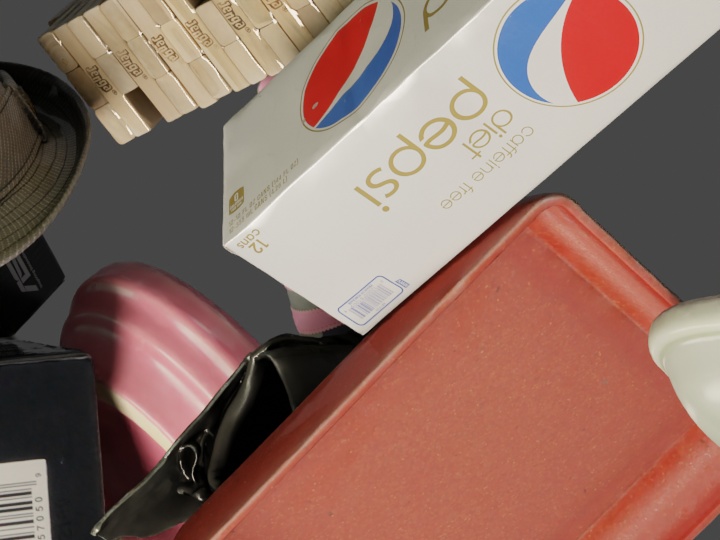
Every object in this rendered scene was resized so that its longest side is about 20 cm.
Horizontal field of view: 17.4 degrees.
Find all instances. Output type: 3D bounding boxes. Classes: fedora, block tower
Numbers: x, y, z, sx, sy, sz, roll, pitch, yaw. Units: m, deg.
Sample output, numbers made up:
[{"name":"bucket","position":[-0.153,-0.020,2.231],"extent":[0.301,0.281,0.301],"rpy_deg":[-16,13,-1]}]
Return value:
[{"name":"fedora","position":[-0.194,-0.060,0.868],"extent":[0.176,0.200,0.090],"rpy_deg":[-15,115,2]},{"name":"block tower","position":[-0.035,-0.104,0.849],"extent":[0.200,0.054,0.058],"rpy_deg":[-21,113,46]}]

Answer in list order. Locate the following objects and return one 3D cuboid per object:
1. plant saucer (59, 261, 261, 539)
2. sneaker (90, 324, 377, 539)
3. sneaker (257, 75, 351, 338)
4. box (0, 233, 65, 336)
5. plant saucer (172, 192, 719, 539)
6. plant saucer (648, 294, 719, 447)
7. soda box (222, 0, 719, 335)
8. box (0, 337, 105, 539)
[{"name":"plant saucer","position":[-0.067,0.092,1.006],"extent":[0.200,0.051,0.201],"rpy_deg":[40,153,26]},{"name":"sneaker","position":[0.002,0.049,0.856],"extent":[0.200,0.104,0.060],"rpy_deg":[-43,59,11]},{"name":"sneaker","position":[0.000,0.000,0.925],"extent":[0.082,0.070,0.200],"rpy_deg":[46,152,35]},{"name":"box","position":[-0.249,-0.043,1.067],"extent":[0.200,0.044,0.160],"rpy_deg":[-2,126,37]},{"name":"plant saucer","position":[0.040,0.077,0.839],"extent":[0.200,0.200,0.037],"rpy_deg":[38,-171,-46]},{"name":"plant saucer","position":[0.187,0.061,0.762],"extent":[0.200,0.050,0.200],"rpy_deg":[15,167,3]},{"name":"soda box","position":[0.042,-0.071,0.749],"extent":[0.064,0.068,0.200],"rpy_deg":[34,121,-28]},{"name":"box","position":[-0.185,0.108,1.005],"extent":[0.200,0.107,0.149],"rpy_deg":[180,85,-68]}]
